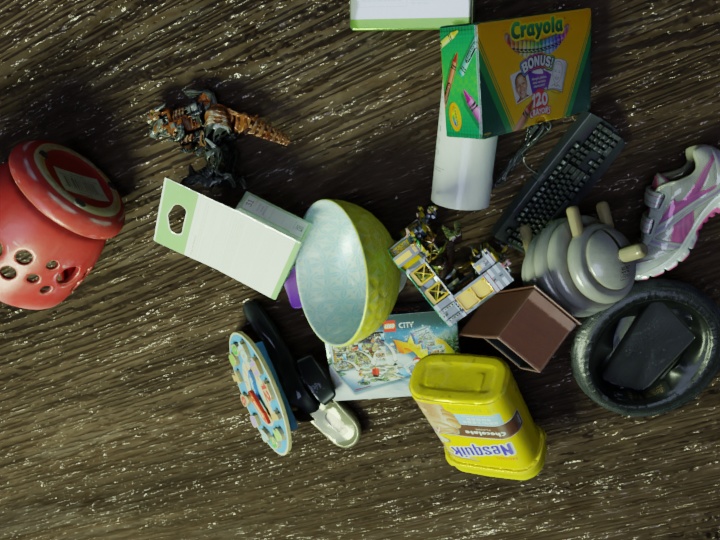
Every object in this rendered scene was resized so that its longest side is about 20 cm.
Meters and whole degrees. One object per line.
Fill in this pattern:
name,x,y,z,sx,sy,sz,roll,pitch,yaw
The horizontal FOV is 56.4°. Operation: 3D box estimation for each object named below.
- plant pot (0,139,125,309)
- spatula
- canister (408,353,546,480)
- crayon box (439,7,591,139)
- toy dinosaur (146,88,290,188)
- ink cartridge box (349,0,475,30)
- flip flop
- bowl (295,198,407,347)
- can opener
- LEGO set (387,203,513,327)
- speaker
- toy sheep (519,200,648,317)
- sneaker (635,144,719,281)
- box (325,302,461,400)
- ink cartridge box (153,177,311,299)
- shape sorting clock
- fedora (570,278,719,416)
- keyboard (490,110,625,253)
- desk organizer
plant pot,-0.461,-0.076,0.972,0.182,0.201,0.200,-43,97,15
spatula,-0.063,0.085,1.036,0.056,0.021,0.201,-17,107,19
canister,0.166,0.205,0.943,0.148,0.087,0.200,-1,138,31
crayon box,0.182,-0.229,0.769,0.058,0.199,0.119,19,123,50
toy dinosaur,-0.203,-0.183,0.929,0.199,0.102,0.137,7,97,33
ink cartridge box,0.064,-0.391,0.792,0.147,0.076,0.201,4,111,12
flip flop,-0.084,0.215,1.070,0.200,0.058,0.081,42,114,-1
bowl,0.000,0.000,0.928,0.107,0.200,0.201,-5,117,-31
can opener,-0.117,0.131,1.030,0.078,0.063,0.200,-36,78,-7
LEGO set,0.126,-0.026,0.863,0.116,0.200,0.154,-38,86,15
speaker,0.137,-0.180,0.854,0.081,0.081,0.201,7,112,10
toy sheep,0.270,-0.009,0.832,0.137,0.200,0.139,4,79,-20
sneaker,0.389,-0.076,0.845,0.088,0.081,0.200,37,106,-2
box,0.050,0.121,1.005,0.199,0.038,0.137,-5,109,8
ink cartridge box,-0.184,-0.053,0.948,0.199,0.048,0.146,27,139,-4
shape sorting clock,-0.157,0.188,1.025,0.200,0.039,0.201,36,136,44
fedora,0.378,0.092,0.901,0.199,0.092,0.202,3,109,9
keyboard,0.240,-0.119,0.874,0.127,0.021,0.200,27,115,-15
desk organizer,0.196,0.075,0.869,0.072,0.200,0.077,39,83,-1
